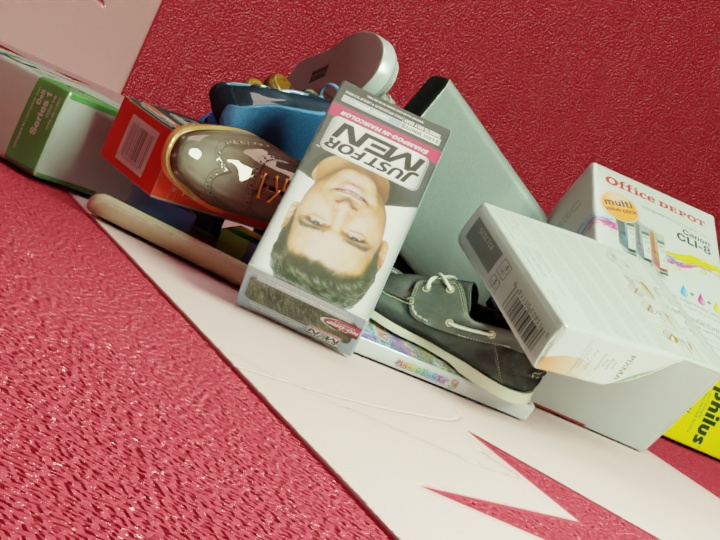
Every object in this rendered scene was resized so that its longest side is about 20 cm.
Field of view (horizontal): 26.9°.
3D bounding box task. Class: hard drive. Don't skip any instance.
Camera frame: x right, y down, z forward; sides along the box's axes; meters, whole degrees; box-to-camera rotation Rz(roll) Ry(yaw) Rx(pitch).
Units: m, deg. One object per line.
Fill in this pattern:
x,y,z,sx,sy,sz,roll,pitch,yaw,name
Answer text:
0.079,-0.061,1.381,0.033,0.140,0.200,24,-20,50,hard drive

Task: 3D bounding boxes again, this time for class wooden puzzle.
-0.123,-0.031,1.316,0.185,0.046,0.200,26,5,9,wooden puzzle

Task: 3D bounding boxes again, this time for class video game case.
0.042,0.048,1.256,0.200,0.018,0.143,23,22,-22,video game case

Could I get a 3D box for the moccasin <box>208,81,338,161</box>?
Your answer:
-0.045,-0.134,1.326,0.200,0.081,0.068,17,26,-45,moccasin

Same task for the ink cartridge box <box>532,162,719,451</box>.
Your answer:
0.240,0.031,1.402,0.145,0.145,0.200,23,41,-15,ink cartridge box

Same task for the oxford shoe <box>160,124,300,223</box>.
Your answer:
-0.070,-0.070,1.233,0.200,0.072,0.073,18,-2,-36,oxford shoe

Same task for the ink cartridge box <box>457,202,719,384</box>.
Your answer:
0.190,0.030,1.225,0.200,0.050,0.162,19,29,-35,ink cartridge box

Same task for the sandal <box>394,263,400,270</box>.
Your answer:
0.000,0.000,1.431,0.200,0.045,0.075,36,23,17,sandal

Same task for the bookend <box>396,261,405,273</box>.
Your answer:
-0.030,-0.085,1.496,0.199,0.092,0.199,22,-9,13,bookend

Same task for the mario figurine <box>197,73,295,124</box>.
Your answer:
-0.139,-0.107,1.456,0.123,0.106,0.200,25,-40,-38,mario figurine

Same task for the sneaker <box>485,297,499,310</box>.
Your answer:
0.191,0.053,1.559,0.200,0.070,0.078,48,5,-27,sneaker

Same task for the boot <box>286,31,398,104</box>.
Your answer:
0.007,-0.169,1.434,0.095,0.074,0.200,26,-10,-25,boot

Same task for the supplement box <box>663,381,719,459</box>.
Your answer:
0.366,0.132,1.645,0.200,0.109,0.110,23,5,-21,supplement box

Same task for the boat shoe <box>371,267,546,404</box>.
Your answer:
0.066,0.029,1.214,0.200,0.068,0.072,31,23,2,boat shoe

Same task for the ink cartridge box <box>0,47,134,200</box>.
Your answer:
-0.294,-0.141,1.400,0.200,0.084,0.145,28,6,36,ink cartridge box

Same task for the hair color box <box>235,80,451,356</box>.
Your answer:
-0.011,-0.044,1.172,0.099,0.200,0.061,25,-34,0,hair color box

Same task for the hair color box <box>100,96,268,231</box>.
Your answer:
-0.115,-0.084,1.318,0.200,0.061,0.101,17,13,-43,hair color box
